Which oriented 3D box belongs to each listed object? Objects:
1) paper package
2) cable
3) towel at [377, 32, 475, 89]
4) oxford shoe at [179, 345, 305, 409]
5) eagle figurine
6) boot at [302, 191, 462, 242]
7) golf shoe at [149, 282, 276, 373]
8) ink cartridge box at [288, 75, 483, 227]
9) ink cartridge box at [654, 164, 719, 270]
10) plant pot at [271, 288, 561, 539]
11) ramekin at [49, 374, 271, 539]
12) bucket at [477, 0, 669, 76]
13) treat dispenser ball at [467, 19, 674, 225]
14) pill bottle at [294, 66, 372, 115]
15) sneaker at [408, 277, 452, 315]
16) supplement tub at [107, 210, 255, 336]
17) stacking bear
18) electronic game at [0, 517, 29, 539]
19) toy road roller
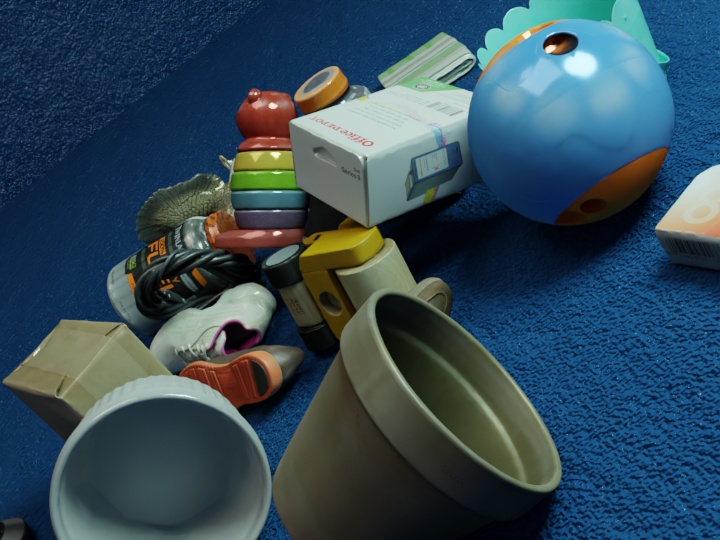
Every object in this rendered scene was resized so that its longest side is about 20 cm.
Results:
[{"bbox_3d":[-0.271,0.160,1.009,0.190,0.200,0.104,-2,43,51],"label":"paper package"},{"bbox_3d":[-0.212,0.024,1.195,0.162,0.200,0.051,-15,68,3],"label":"cable"},{"bbox_3d":[0.108,-0.332,1.506,0.149,0.031,0.200,-32,25,7],"label":"towel"},{"bbox_3d":[-0.143,0.129,1.070,0.199,0.072,0.072,-14,7,44],"label":"oxford shoe"},{"bbox_3d":[-0.233,-0.084,1.433,0.151,0.151,0.200,14,45,45],"label":"eagle figurine"},{"bbox_3d":[0.024,-0.073,1.132,0.073,0.202,0.155,-125,44,-72],"label":"boot"},{"bbox_3d":[-0.200,0.090,1.173,0.199,0.075,0.092,-30,31,18],"label":"golf shoe"},{"bbox_3d":[0.041,-0.138,0.999,0.199,0.088,0.145,-23,35,-31],"label":"ink cartridge box"},{"bbox_3d":[0.371,-0.080,0.759,0.200,0.050,0.162,-50,29,-16],"label":"ink cartridge box"},{"bbox_3d":[0.028,0.145,0.708,0.174,0.200,0.200,-48,23,18],"label":"plant pot"},{"bbox_3d":[-0.191,0.196,0.866,0.200,0.200,0.105,-40,18,-3],"label":"ramekin"},{"bbox_3d":[0.253,-0.246,1.065,0.207,0.135,0.208,-29,29,18],"label":"bucket"},{"bbox_3d":[0.206,-0.145,0.894,0.200,0.201,0.201,-29,28,17],"label":"treat dispenser ball"},{"bbox_3d":[-0.004,-0.169,1.190,0.106,0.200,0.106,-29,28,17],"label":"pill bottle"},{"bbox_3d":[0.056,0.095,0.876,0.075,0.071,0.200,13,57,34],"label":"sneaker"},{"bbox_3d":[-0.261,0.002,1.327,0.199,0.123,0.123,-31,28,15],"label":"supplement tub"},{"bbox_3d":[-0.119,-0.131,1.166,0.121,0.201,0.113,-5,5,-44],"label":"stacking bear"},{"bbox_3d":[-0.484,0.384,1.095,0.200,0.042,0.200,-34,19,13],"label":"electronic game"},{"bbox_3d":[0.000,0.000,1.018,0.199,0.123,0.146,-6,30,47],"label":"toy road roller"}]
